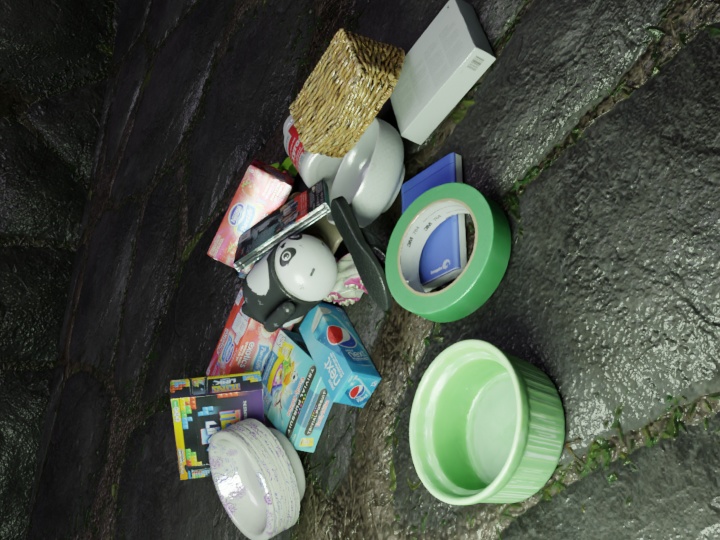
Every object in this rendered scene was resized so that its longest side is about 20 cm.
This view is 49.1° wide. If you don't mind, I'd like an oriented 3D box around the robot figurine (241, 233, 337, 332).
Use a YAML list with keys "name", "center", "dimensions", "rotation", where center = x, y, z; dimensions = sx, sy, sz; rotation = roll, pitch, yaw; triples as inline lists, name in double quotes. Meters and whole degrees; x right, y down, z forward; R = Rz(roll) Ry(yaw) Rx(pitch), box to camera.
- name: "robot figurine"
  center: [-0.128, 0.021, 1.362]
  dimensions: [0.200, 0.124, 0.151]
  rotation: [-37, 70, 40]

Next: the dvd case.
- name: "dvd case"
  center: [-0.142, -0.084, 1.427]
  dimensions: [0.199, 0.022, 0.146]
  rotation: [-32, 21, 8]

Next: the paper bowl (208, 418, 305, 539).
- name: "paper bowl"
  center: [-0.171, 0.356, 1.370]
  dimensions: [0.200, 0.104, 0.203]
  rotation: [27, 125, 45]

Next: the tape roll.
- name: "tape roll"
  center: [0.124, -0.027, 1.154]
  dimensions: [0.199, 0.048, 0.202]
  rotation: [-22, 57, 39]

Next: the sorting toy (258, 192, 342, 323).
- name: "sorting toy"
  center: [-0.127, -0.029, 1.487]
  dimensions: [0.185, 0.036, 0.201]
  rotation: [42, 106, 43]

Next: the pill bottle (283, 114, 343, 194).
- name: "pill bottle"
  center: [-0.087, -0.241, 1.558]
  dimensions: [0.113, 0.111, 0.200]
  rotation: [-59, 35, 20]

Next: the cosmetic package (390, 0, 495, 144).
- name: "cosmetic package"
  center: [0.129, -0.338, 1.334]
  dimensions: [0.200, 0.051, 0.152]
  rotation: [-46, 42, 35]

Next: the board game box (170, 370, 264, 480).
- name: "board game box"
  center: [-0.258, 0.287, 1.449]
  dimensions: [0.057, 0.163, 0.202]
  rotation: [-109, 18, -56]

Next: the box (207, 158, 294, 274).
- name: "box"
  center: [-0.214, -0.108, 1.553]
  dimensions: [0.201, 0.095, 0.100]
  rotation: [-62, 9, 13]

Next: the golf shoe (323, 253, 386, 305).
- name: "golf shoe"
  center: [0.000, 0.000, 1.353]
  dimensions: [0.199, 0.075, 0.092]
  rotation: [-18, 57, 51]

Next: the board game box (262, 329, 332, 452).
- name: "board game box"
  center: [-0.119, 0.216, 1.451]
  dimensions: [0.200, 0.047, 0.152]
  rotation: [31, 102, 57]

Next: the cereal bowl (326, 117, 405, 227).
- name: "cereal bowl"
  center: [0.019, -0.158, 1.364]
  dimensions: [0.201, 0.083, 0.201]
  rotation: [-56, 19, 31]

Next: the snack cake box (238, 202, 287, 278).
- name: "snack cake box"
  center: [-0.173, -0.056, 1.643]
  dimensions: [0.199, 0.067, 0.116]
  rotation: [-24, 57, 49]

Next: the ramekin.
- name: "ramekin"
  center: [0.161, 0.195, 0.992]
  dimensions: [0.199, 0.097, 0.202]
  rotation: [-30, 51, 46]

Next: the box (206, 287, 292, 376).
- name: "box"
  center: [-0.220, 0.151, 1.575]
  dimensions: [0.100, 0.095, 0.202]
  rotation: [39, 109, 56]

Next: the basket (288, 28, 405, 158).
- name: "basket"
  center: [-0.005, -0.288, 1.367]
  dimensions: [0.200, 0.148, 0.144]
  rotation: [-49, 50, 35]

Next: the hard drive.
- name: "hard drive"
  center: [0.114, -0.071, 1.254]
  dimensions: [0.132, 0.025, 0.202]
  rotation: [-29, 52, 47]

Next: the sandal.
- name: "sandal"
  center: [0.013, -0.034, 1.245]
  dimensions: [0.202, 0.048, 0.075]
  rotation: [65, 161, 17]

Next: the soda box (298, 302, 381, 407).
- name: "soda box"
  center: [-0.039, 0.140, 1.351]
  dimensions: [0.068, 0.064, 0.200]
  rotation: [-59, 36, 21]

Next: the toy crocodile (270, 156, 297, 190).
- name: "toy crocodile"
  center: [-0.195, -0.168, 1.680]
  dimensions: [0.200, 0.068, 0.061]
  rotation: [-46, 32, -23]
